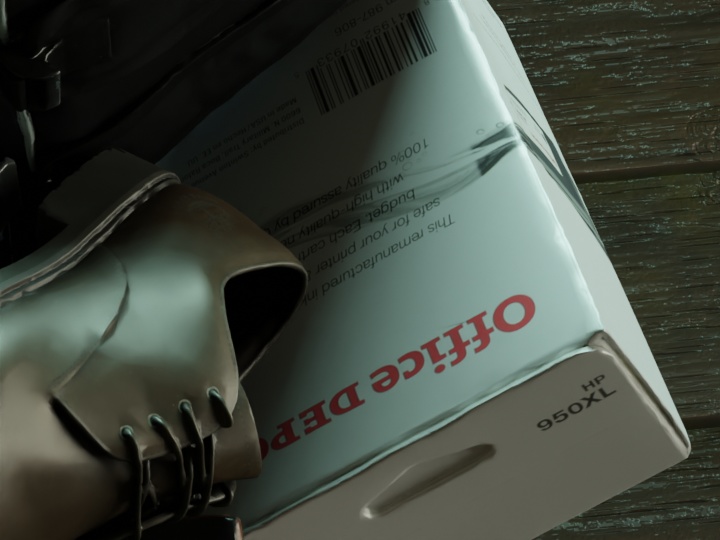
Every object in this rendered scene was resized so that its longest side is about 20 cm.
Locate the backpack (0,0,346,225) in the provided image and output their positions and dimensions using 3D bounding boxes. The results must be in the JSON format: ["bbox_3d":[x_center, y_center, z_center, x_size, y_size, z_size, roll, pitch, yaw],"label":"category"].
[{"bbox_3d":[-0.060,-0.133,0.780,0.151,0.200,0.178,47,-18,21],"label":"backpack"}]

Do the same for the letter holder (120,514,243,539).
[{"bbox_3d":[-0.078,0.185,0.731,0.142,0.100,0.201,109,-25,-69],"label":"letter holder"}]

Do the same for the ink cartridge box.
[{"bbox_3d":[0.000,0.000,0.844,0.084,0.144,0.200,47,17,-49],"label":"ink cartridge box"}]

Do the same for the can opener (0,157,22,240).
[{"bbox_3d":[-0.127,0.024,0.776,0.067,0.052,0.200,-55,155,-34],"label":"can opener"}]

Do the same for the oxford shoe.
[{"bbox_3d":[-0.071,0.040,0.679,0.200,0.084,0.073,-55,161,-45],"label":"oxford shoe"}]

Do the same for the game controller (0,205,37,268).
[{"bbox_3d":[-0.124,0.032,0.905,0.104,0.042,0.201,173,-89,-74],"label":"game controller"}]
